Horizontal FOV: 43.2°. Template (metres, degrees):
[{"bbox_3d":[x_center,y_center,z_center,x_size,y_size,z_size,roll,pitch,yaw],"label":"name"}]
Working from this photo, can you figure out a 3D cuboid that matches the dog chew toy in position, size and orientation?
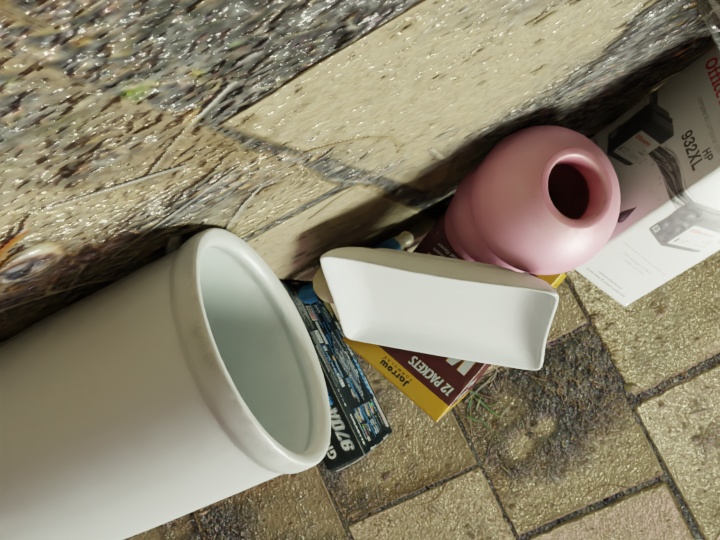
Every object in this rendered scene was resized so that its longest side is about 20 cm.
[{"bbox_3d":[0.137,-0.052,0.805,0.124,0.125,0.200,-23,-179,-20],"label":"dog chew toy"}]

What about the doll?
[{"bbox_3d":[0.000,0.000,0.947,0.136,0.048,0.200,-29,175,20],"label":"doll"}]

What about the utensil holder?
[{"bbox_3d":[-0.147,0.087,0.616,0.200,0.170,0.170,-24,173,13],"label":"utensil holder"}]

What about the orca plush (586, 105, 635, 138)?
[{"bbox_3d":[0.291,-0.124,0.966,0.105,0.071,0.200,12,153,20],"label":"orca plush"}]

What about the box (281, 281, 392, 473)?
[{"bbox_3d":[-0.039,0.109,0.996,0.046,0.200,0.159,-28,174,10],"label":"box"}]

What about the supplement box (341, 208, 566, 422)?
[{"bbox_3d":[0.112,0.039,1.011,0.200,0.133,0.197,-51,169,8],"label":"supplement box"}]

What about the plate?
[{"bbox_3d":[0.074,0.032,0.829,0.199,0.032,0.200,8,156,10],"label":"plate"}]

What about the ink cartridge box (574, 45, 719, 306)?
[{"bbox_3d":[0.280,-0.085,0.810,0.200,0.084,0.145,-38,-149,35],"label":"ink cartridge box"}]

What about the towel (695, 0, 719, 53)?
[{"bbox_3d":[0.313,-0.183,0.597,0.166,0.086,0.200,-31,170,23],"label":"towel"}]
